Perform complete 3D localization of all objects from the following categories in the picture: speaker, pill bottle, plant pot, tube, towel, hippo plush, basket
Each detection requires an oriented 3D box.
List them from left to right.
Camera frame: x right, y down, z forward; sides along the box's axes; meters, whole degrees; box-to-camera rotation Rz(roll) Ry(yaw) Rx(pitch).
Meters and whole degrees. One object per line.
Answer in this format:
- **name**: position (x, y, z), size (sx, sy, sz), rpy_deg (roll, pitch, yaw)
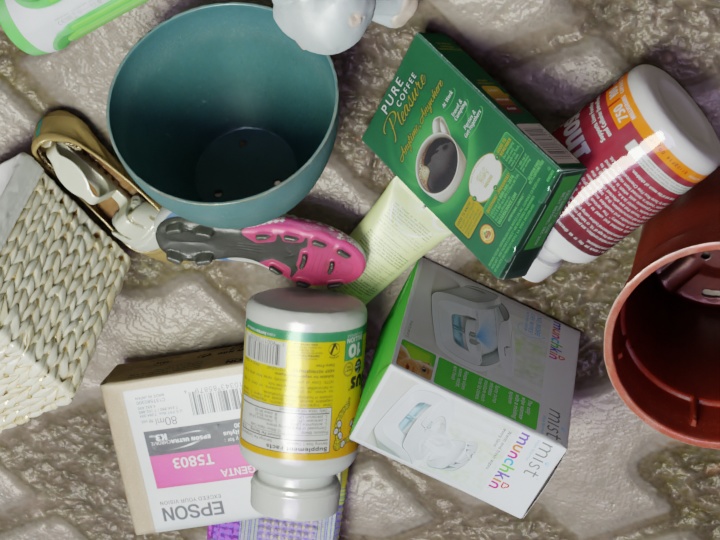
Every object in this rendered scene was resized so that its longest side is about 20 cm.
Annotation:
- **basket**: position (-0.350, 0.032, 1.611), size (0.198, 0.200, 0.161), rpy_deg (-24, 125, 34)
- **speaker**: position (-0.220, -0.261, 1.501), size (0.200, 0.088, 0.088), rpy_deg (-24, 112, 22)
- **plant pot**: position (-0.112, -0.116, 1.523), size (0.200, 0.200, 0.135), rpy_deg (5, 155, 8)
- **towel**: position (-0.086, 0.233, 1.770), size (0.144, 0.023, 0.200), rpy_deg (7, 107, 6)
- **pill bottle**: position (-0.055, 0.124, 1.593), size (0.113, 0.113, 0.200), rpy_deg (6, 102, 8)
- **hippo plush**: position (-0.013, -0.268, 1.414), size (0.159, 0.161, 0.200), rpy_deg (-14, 116, 18)
- **tube**: position (0.000, 0.000, 1.635), size (0.058, 0.052, 0.200), rpy_deg (14, 128, -47)
- **pill bottle**: position (0.205, -0.079, 1.509), size (0.113, 0.113, 0.200), rpy_deg (44, 117, -14)
- **plant pot**: position (0.316, 0.017, 1.495), size (0.201, 0.195, 0.201), rpy_deg (5, 120, 8)

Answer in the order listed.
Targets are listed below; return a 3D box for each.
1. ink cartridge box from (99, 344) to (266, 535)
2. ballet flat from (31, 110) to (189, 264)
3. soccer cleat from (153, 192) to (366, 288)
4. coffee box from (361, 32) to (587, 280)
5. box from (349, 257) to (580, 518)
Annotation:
- **ink cartridge box**: position (-0.140, 0.164, 1.708), size (0.200, 0.075, 0.165), rpy_deg (-10, 102, 10)
- **ballet flat**: position (-0.235, -0.065, 1.629), size (0.200, 0.063, 0.069), rpy_deg (42, 116, -14)
- **soccer cleat**: position (-0.090, -0.040, 1.604), size (0.200, 0.086, 0.070), rpy_deg (10, 131, -1)
- **coffee box**: position (0.095, -0.102, 1.493), size (0.200, 0.044, 0.123), rpy_deg (46, 125, 30)
- **box**: position (0.100, 0.106, 1.584), size (0.176, 0.200, 0.097), rpy_deg (25, 121, -3)
